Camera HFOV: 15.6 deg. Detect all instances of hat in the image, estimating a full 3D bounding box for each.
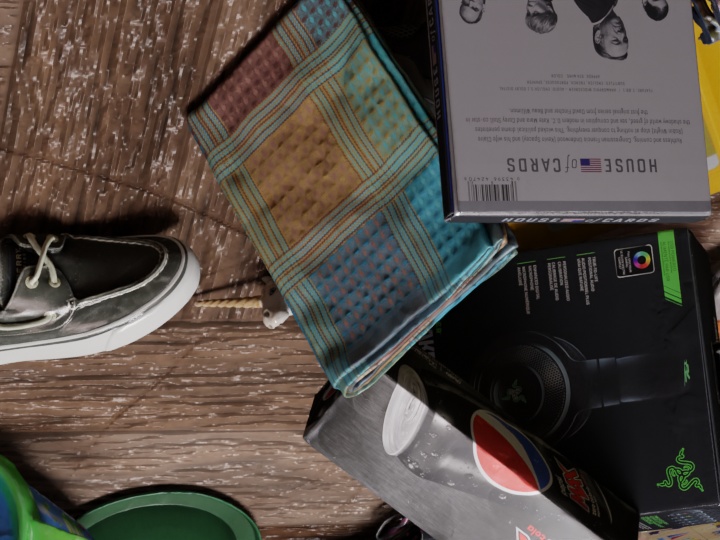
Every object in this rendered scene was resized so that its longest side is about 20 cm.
[{"bbox_3d":[-0.130,0.264,1.806,0.165,0.176,0.200,11,134,-28],"label":"hat"}]

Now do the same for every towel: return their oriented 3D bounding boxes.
[{"bbox_3d":[-0.011,-0.049,1.470,0.147,0.200,0.022,-44,156,30],"label":"towel"}]

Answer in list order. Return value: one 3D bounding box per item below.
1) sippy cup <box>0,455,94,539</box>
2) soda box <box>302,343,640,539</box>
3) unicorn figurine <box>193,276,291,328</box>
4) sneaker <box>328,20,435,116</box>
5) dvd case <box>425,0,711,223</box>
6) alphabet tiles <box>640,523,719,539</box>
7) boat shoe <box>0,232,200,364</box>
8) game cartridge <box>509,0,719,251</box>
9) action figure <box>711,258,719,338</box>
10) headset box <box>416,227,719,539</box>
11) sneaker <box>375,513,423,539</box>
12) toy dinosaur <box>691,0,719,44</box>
[{"bbox_3d":[-0.240,0.198,1.743,0.140,0.178,0.130,-54,145,2],"label":"sippy cup"},{"bbox_3d":[0.066,0.120,1.530,0.200,0.063,0.071,37,113,-9],"label":"soda box"},{"bbox_3d":[0.000,0.000,1.597,0.074,0.137,0.200,32,108,-30],"label":"unicorn figurine"},{"bbox_3d":[0.080,-0.135,1.495,0.199,0.115,0.076,8,167,18],"label":"sneaker"},{"bbox_3d":[0.110,-0.125,1.422,0.150,0.201,0.025,0,168,-17],"label":"dvd case"},{"bbox_3d":[0.306,0.170,1.905,0.199,0.006,0.166,-16,163,14],"label":"alphabet tiles"},{"bbox_3d":[-0.197,0.013,1.578,0.199,0.071,0.064,-15,142,3],"label":"boat shoe"},{"bbox_3d":[0.164,-0.094,1.594,0.199,0.033,0.176,-20,140,8],"label":"game cartridge"},{"bbox_3d":[0.221,0.058,1.769,0.193,0.105,0.200,-31,163,29],"label":"action figure"},{"bbox_3d":[0.137,0.077,1.628,0.199,0.175,0.093,-8,168,14],"label":"headset box"},{"bbox_3d":[0.047,0.191,1.863,0.200,0.081,0.075,-28,125,4],"label":"sneaker"},{"bbox_3d":[0.272,-0.171,1.450,0.181,0.201,0.105,-22,168,-3],"label":"toy dinosaur"}]
